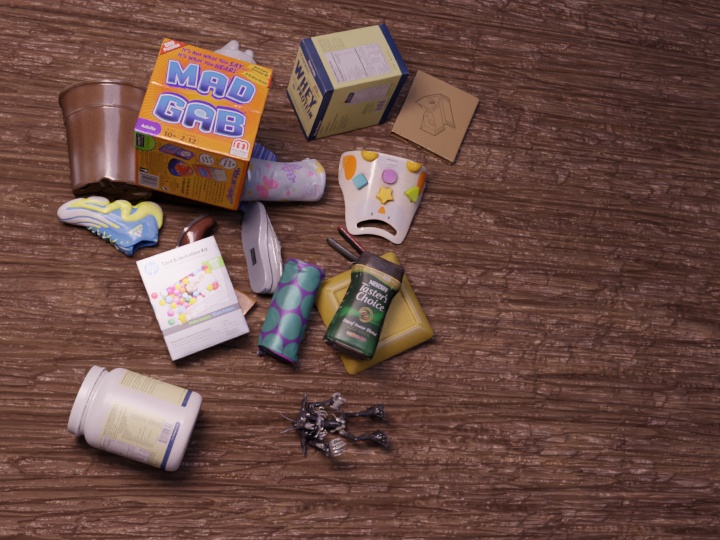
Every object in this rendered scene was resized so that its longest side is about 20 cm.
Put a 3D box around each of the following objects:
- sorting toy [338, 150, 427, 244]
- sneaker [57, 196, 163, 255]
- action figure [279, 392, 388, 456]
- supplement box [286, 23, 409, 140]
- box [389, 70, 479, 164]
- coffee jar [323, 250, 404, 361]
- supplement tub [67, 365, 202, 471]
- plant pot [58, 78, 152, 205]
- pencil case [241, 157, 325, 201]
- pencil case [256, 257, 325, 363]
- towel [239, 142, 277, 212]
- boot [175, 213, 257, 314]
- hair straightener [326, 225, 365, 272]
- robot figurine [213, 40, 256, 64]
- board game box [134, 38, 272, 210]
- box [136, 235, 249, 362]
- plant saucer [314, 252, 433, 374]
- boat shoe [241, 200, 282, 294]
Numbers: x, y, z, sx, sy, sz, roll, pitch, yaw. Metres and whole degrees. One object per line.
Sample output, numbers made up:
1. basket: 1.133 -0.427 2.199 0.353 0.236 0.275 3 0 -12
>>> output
1. sorting toy: 0.047 -0.155 1.767 0.200 0.107 0.180 11 84 -10
2. sneaker: -0.486 -0.084 1.590 0.200 0.076 0.105 -2 69 -17
3. action figure: -0.048 0.289 1.536 0.200 0.102 0.119 2 79 -16
4. supplement box: -0.033 -0.409 1.780 0.200 0.200 0.134 -17 72 -22
5. box: 0.175 -0.362 1.915 0.163 0.021 0.200 26 64 -4
6. coffee jar: 0.010 0.067 1.581 0.104 0.085 0.200 23 73 -3
7. supplement tub: -0.393 0.257 1.430 0.200 0.145 0.145 20 64 -6
8. plant pot: -0.489 -0.241 1.599 0.200 0.200 0.199 -1 75 -15
9. pencil case: -0.169 -0.188 1.682 0.200 0.083 0.091 -4 110 -36
10. pencil case: -0.135 0.079 1.598 0.085 0.092 0.200 11 73 24
11. towel: -0.275 -0.218 1.668 0.200 0.024 0.145 29 77 -34
12. boot: -0.289 0.006 1.609 0.200 0.068 0.188 35 63 0
13. hair straightener: 0.000 0.000 1.713 0.200 0.041 0.077 45 75 1
14. robot figurine: -0.285 -0.396 1.754 0.169 0.113 0.200 23 61 -33
15. board game box: -0.291 -0.261 1.494 0.200 0.200 0.200 15 65 -9
16. box: -0.318 0.053 1.551 0.156 0.041 0.200 -20 85 -15
17. plant saucer: 0.027 0.080 1.650 0.200 0.048 0.200 -24 81 -13
18. boat shoe: -0.196 -0.044 1.663 0.065 0.074 0.200 10 67 -43
